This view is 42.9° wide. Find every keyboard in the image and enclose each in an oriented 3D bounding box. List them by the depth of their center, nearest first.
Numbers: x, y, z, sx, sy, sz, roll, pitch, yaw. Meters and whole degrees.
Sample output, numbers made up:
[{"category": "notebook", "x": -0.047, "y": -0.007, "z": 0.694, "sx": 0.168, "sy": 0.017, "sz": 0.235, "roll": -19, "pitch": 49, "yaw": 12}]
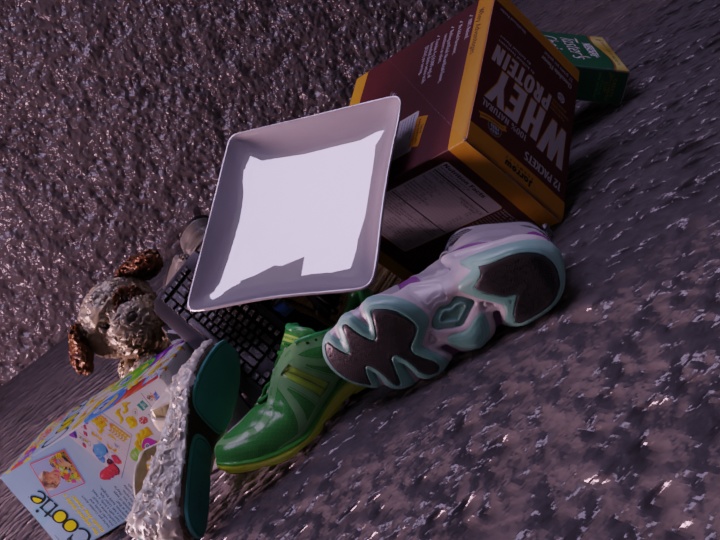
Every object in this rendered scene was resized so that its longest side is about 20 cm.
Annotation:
[{"category": "keyboard", "x": -0.095, "y": 0.041, "z": 0.851, "sx": 0.127, "sy": 0.200, "sz": 0.021, "roll": -50, "pitch": -27, "yaw": -9}]

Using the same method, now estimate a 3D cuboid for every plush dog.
[{"category": "plush dog", "x": -0.263, "y": 0.075, "z": 1.131, "sx": 0.200, "sy": 0.172, "sz": 0.160, "roll": -57, "pitch": 10, "yaw": -17}]

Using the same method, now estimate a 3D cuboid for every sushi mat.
[{"category": "sushi mat", "x": 0.000, "y": 0.000, "z": 0.943, "sx": 0.200, "sy": 0.096, "sz": 0.012, "roll": -54, "pitch": -9, "yaw": -53}]

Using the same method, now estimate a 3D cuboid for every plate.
[{"category": "plate", "x": -0.055, "y": -0.055, "z": 0.837, "sx": 0.200, "sy": 0.032, "sz": 0.200, "roll": -8, "pitch": 57, "yaw": 30}]

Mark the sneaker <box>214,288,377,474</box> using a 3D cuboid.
[{"category": "sneaker", "x": -0.050, "y": 0.088, "z": 0.759, "sx": 0.200, "sy": 0.084, "sz": 0.074, "roll": -42, "pitch": 14, "yaw": -21}]

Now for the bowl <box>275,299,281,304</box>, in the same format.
[{"category": "bowl", "x": -0.081, "y": -0.009, "z": 1.067, "sx": 0.200, "sy": 0.074, "sz": 0.200, "roll": -83, "pitch": 10, "yaw": -73}]

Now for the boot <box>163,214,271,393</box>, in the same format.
[{"category": "boot", "x": -0.166, "y": 0.051, "z": 0.976, "sx": 0.131, "sy": 0.068, "sz": 0.200, "roll": 30, "pitch": 102, "yaw": 39}]

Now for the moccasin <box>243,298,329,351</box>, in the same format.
[{"category": "moccasin", "x": -0.050, "y": 0.053, "z": 0.925, "sx": 0.080, "sy": 0.068, "sz": 0.200, "roll": -24, "pitch": 14, "yaw": 49}]

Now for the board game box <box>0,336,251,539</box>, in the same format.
[{"category": "board game box", "x": -0.221, "y": 0.166, "z": 0.882, "sx": 0.200, "sy": 0.105, "sz": 0.103, "roll": -32, "pitch": 13, "yaw": 16}]

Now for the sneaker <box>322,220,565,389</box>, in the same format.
[{"category": "sneaker", "x": 0.069, "y": 0.019, "z": 0.737, "sx": 0.200, "sy": 0.078, "sz": 0.140, "roll": -22, "pitch": 15, "yaw": 17}]

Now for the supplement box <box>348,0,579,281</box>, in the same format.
[{"category": "supplement box", "x": 0.089, "y": -0.126, "z": 0.904, "sx": 0.200, "sy": 0.133, "sz": 0.198, "roll": -23, "pitch": 42, "yaw": 44}]

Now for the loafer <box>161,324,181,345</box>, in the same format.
[{"category": "loafer", "x": -0.190, "y": 0.080, "z": 1.028, "sx": 0.200, "sy": 0.072, "sz": 0.073, "roll": -63, "pitch": 13, "yaw": -13}]

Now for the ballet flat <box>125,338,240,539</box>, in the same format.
[{"category": "ballet flat", "x": -0.150, "y": 0.136, "z": 0.753, "sx": 0.072, "sy": 0.072, "sz": 0.200, "roll": -29, "pitch": 33, "yaw": 28}]

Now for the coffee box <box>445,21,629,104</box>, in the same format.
[{"category": "coffee box", "x": 0.199, "y": -0.245, "z": 1.067, "sx": 0.199, "sy": 0.044, "sz": 0.123, "roll": 6, "pitch": 32, "yaw": -4}]
